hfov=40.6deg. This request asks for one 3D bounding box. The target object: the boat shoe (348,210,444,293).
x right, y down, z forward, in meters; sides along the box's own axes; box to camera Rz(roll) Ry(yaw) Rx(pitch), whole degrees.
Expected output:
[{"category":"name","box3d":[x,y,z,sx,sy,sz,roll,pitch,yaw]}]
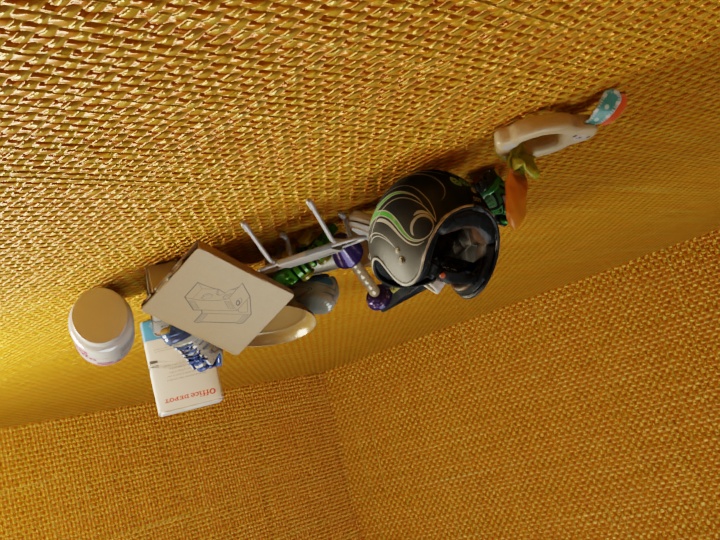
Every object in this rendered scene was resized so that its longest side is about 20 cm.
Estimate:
[{"category":"boat shoe","box3d":[0.060,-0.030,1.614,0.197,0.068,0.074,27,170,6]}]

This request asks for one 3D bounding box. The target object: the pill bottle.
[{"category":"pill bottle","box3d":[-0.456,0.098,1.716,0.111,0.116,0.200,-12,169,-15]}]

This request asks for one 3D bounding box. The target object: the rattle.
[{"category":"rattle","box3d":[0.293,-0.160,1.377,0.195,0.146,0.131,-10,152,7]}]

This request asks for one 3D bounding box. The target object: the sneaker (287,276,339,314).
[{"category":"sneaker","box3d":[-0.129,0.050,1.801,0.196,0.073,0.073,-6,-145,21]}]

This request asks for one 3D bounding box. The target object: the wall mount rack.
[{"category":"wall mount rack","box3d":[-0.097,-0.055,1.556,0.196,0.076,0.173,-18,173,16]}]

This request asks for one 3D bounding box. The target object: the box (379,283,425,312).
[{"category":"box","box3d":[0.129,-0.001,1.850,0.156,0.052,0.200,-26,172,-34]}]

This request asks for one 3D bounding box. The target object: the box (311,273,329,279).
[{"category":"box","box3d":[-0.150,0.042,1.951,0.158,0.050,0.200,-11,-177,-12]}]

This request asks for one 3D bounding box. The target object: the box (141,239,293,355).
[{"category":"box","box3d":[-0.233,0.048,1.594,0.198,0.022,0.163,29,119,-33]}]

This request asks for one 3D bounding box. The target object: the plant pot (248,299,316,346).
[{"category":"plant pot","box3d":[-0.177,0.089,1.733,0.195,0.028,0.201,-6,157,-2]}]

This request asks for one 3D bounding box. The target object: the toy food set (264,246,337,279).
[{"category":"toy food set","box3d":[-0.113,-0.018,1.796,0.140,0.062,0.200,-14,179,-9]}]

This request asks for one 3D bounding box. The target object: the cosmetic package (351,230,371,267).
[{"category":"cosmetic package","box3d":[0.084,-0.071,1.723,0.104,0.073,0.199,-7,167,-40]}]

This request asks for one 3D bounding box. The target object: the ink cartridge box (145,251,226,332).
[{"category":"ink cartridge box","box3d":[-0.304,0.041,1.718,0.141,0.086,0.200,-11,170,-14]}]

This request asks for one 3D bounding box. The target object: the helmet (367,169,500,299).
[{"category":"helmet","box3d":[0.104,-0.054,1.493,0.196,0.204,0.190,-9,-155,-28]}]

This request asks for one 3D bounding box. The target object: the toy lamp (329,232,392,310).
[{"category":"toy lamp","box3d":[0.000,0.000,1.709,0.057,0.059,0.200,-17,145,16]}]

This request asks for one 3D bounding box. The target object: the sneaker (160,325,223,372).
[{"category":"sneaker","box3d":[-0.293,0.137,1.760,0.074,0.090,0.200,-14,171,16]}]

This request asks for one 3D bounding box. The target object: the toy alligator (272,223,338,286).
[{"category":"toy alligator","box3d":[-0.111,-0.003,1.672,0.199,0.059,0.054,-41,-155,6]}]

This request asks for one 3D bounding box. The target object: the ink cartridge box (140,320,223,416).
[{"category":"ink cartridge box","box3d":[-0.391,0.202,2.126,0.143,0.204,0.086,-11,170,-15]}]

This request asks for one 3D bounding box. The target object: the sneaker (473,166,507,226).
[{"category":"sneaker","box3d":[0.228,-0.104,1.658,0.078,0.085,0.200,-43,170,-1]}]
